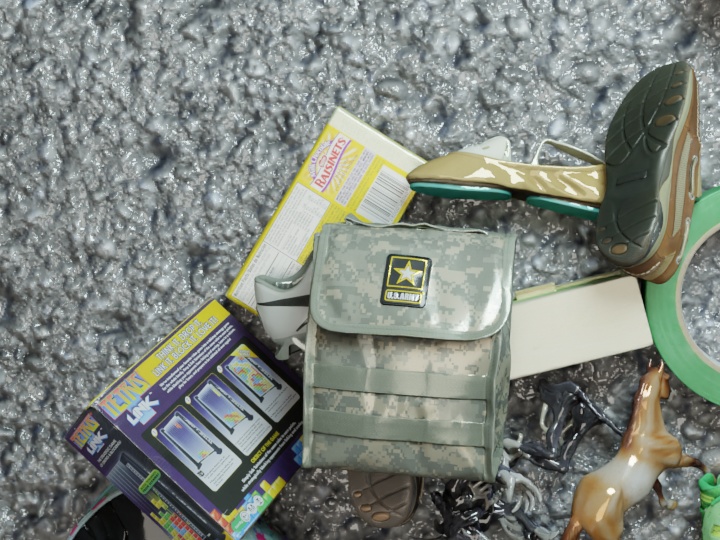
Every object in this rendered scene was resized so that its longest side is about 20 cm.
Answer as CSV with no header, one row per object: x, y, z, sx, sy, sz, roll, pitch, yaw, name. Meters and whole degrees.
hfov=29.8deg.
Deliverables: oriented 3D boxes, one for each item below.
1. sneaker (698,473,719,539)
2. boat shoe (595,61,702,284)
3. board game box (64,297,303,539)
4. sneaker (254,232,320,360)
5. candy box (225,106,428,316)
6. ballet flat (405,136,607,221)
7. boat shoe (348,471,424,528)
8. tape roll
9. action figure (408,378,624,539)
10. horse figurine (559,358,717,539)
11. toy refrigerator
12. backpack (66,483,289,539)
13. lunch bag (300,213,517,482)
0.322,0.219,1.181,0.083,0.074,0.201,28,89,-4,sneaker
0.250,-0.079,1.142,0.074,0.075,0.201,37,61,-35,boat shoe
-0.130,0.136,1.166,0.165,0.200,0.057,42,126,3,board game box
0.000,0.000,1.176,0.199,0.074,0.089,-24,104,1,sneaker
-0.029,-0.036,1.223,0.102,0.026,0.201,32,98,2,candy box
0.140,-0.086,1.186,0.198,0.069,0.064,9,84,-2,ballet flat
0.020,0.130,1.212,0.074,0.073,0.202,-4,74,15,boat shoe
0.346,0.022,1.172,0.199,0.048,0.202,1,95,7,tape roll
0.137,0.189,1.180,0.200,0.119,0.102,-46,52,1,action figure
0.230,0.192,1.166,0.200,0.050,0.133,-46,125,-14,horse figurine
0.148,0.051,1.186,0.199,0.076,0.070,-15,93,9,toy refrigerator
-0.161,0.268,1.203,0.200,0.151,0.178,42,103,-8,backpack
0.041,0.058,1.096,0.163,0.118,0.202,4,98,10,lunch bag
